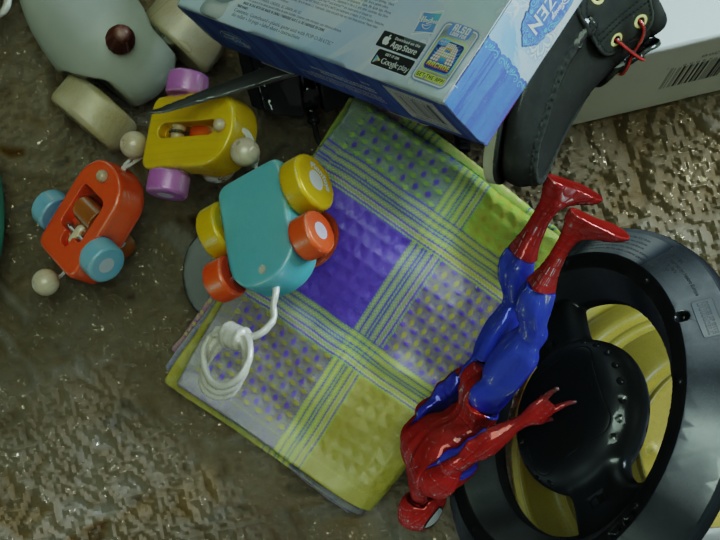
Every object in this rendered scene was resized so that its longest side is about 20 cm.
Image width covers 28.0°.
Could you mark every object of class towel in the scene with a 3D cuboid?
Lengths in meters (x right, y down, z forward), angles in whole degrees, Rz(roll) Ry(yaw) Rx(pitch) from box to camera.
[{"bbox_3d":[-0.001,0.021,0.773,0.144,0.023,0.200,38,104,6],"label":"towel"}]

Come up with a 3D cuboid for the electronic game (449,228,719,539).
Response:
[{"bbox_3d":[0.113,0.074,0.726,0.042,0.200,0.200,21,77,-32],"label":"electronic game"}]

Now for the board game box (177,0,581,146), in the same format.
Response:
[{"bbox_3d":[0.034,-0.175,0.688,0.200,0.043,0.199,28,82,43],"label":"board game box"}]

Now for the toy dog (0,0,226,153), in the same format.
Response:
[{"bbox_3d":[-0.174,-0.154,0.802,0.200,0.096,0.132,21,79,3],"label":"toy dog"}]

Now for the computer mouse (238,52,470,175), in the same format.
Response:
[{"bbox_3d":[-0.006,-0.132,0.817,0.140,0.046,0.201,-5,72,-2],"label":"computer mouse"}]

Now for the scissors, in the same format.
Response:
[{"bbox_3d":[-0.010,-0.116,0.738,0.199,0.014,0.073,-7,55,13],"label":"scissors"}]

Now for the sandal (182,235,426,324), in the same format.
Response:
[{"bbox_3d":[0.000,0.000,0.801,0.199,0.045,0.075,-3,79,-2],"label":"sandal"}]

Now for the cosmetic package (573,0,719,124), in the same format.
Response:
[{"bbox_3d":[0.169,-0.205,0.804,0.199,0.123,0.201,-13,81,-1],"label":"cosmetic package"}]

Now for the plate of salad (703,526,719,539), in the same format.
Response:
[{"bbox_3d":[0.179,0.224,0.726,0.199,0.048,0.201,0,106,-1],"label":"plate of salad"}]

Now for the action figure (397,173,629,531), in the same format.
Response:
[{"bbox_3d":[0.068,0.052,0.721,0.052,0.065,0.200,19,114,-26],"label":"action figure"}]

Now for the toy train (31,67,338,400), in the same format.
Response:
[{"bbox_3d":[-0.087,-0.018,0.760,0.200,0.056,0.150,35,98,39],"label":"toy train"}]

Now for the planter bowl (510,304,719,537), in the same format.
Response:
[{"bbox_3d":[0.184,0.098,0.767,0.200,0.083,0.201,0,79,-2],"label":"planter bowl"}]

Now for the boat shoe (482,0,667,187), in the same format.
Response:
[{"bbox_3d":[0.115,-0.128,0.692,0.063,0.074,0.202,22,78,16],"label":"boat shoe"}]

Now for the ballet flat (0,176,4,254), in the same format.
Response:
[{"bbox_3d":[-0.234,0.004,0.783,0.067,0.070,0.201,3,78,0],"label":"ballet flat"}]
